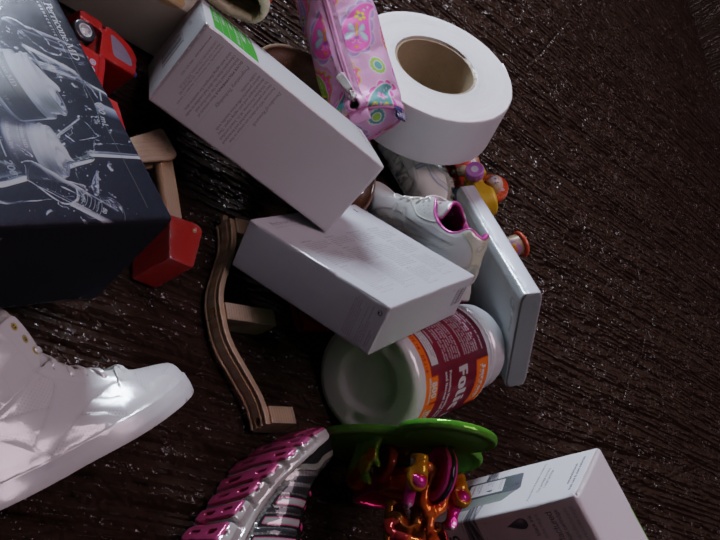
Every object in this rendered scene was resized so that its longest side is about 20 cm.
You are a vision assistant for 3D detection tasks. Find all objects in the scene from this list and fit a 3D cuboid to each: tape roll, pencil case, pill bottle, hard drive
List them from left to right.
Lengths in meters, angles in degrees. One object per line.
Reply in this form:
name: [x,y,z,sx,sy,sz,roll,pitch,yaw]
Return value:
pencil case: [-0.015,-0.239,1.013,0.087,0.087,0.201,3,68,-53]
pill bottle: [0.061,0.093,0.944,0.200,0.114,0.115,-10,77,-55]
tape roll: [0.080,-0.221,1.129,0.201,0.071,0.203,13,46,-14]
hard drive: [0.146,0.014,1.059,0.200,0.026,0.132,-111,-161,-49]

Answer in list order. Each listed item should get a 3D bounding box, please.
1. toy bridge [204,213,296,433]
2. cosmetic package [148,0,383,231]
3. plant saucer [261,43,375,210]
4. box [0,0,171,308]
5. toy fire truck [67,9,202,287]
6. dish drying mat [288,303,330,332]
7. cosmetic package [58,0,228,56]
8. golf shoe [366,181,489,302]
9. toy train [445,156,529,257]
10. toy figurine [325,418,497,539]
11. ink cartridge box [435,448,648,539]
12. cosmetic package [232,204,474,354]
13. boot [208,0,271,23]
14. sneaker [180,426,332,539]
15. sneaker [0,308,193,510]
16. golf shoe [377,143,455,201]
toy bridge: [-0.105,0.042,0.824,0.067,0.027,0.201,12,59,-50]
cosmetic package: [-0.085,-0.136,0.834,0.200,0.085,0.108,35,15,-27]
plant saucer: [-0.060,-0.143,0.998,0.200,0.037,0.201,32,47,-40]
box: [-0.253,-0.082,0.595,0.182,0.104,0.201,-8,64,-57]
toy fire truck: [-0.196,-0.101,0.769,0.141,0.049,0.201,29,47,-43]
dish drying mat: [-0.007,0.023,0.981,0.200,0.018,0.077,0,69,-54]
cosmetic package: [-0.214,-0.275,0.835,0.200,0.071,0.106,24,50,-46]
golf shoe: [0.071,-0.051,1.016,0.075,0.092,0.200,6,32,-42]
toy train: [0.158,-0.073,1.180,0.150,0.055,0.201,135,-61,-84]
toy figurine: [0.034,0.232,0.777,0.150,0.200,0.185,18,65,-22]
ink cartridge box: [0.162,0.270,0.895,0.146,0.199,0.084,60,36,-7]
cosmetic package: [0.000,0.000,0.865,0.150,0.052,0.200,34,21,19]
boot: [-0.142,-0.310,0.831,0.200,0.075,0.108,39,43,-34]
sneaker: [-0.073,0.204,0.729,0.088,0.074,0.200,57,38,-13]
sneaker: [-0.202,0.072,0.630,0.200,0.073,0.116,-26,94,-56]
golf shoe: [0.060,-0.119,1.140,0.097,0.078,0.201,17,52,-20]
